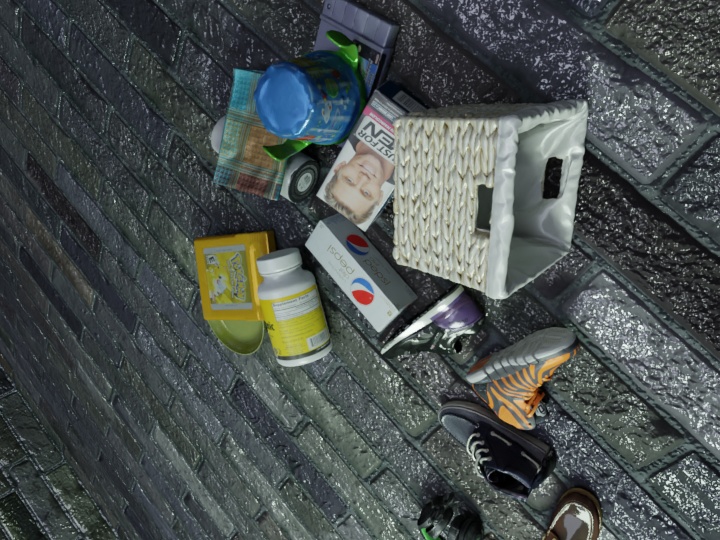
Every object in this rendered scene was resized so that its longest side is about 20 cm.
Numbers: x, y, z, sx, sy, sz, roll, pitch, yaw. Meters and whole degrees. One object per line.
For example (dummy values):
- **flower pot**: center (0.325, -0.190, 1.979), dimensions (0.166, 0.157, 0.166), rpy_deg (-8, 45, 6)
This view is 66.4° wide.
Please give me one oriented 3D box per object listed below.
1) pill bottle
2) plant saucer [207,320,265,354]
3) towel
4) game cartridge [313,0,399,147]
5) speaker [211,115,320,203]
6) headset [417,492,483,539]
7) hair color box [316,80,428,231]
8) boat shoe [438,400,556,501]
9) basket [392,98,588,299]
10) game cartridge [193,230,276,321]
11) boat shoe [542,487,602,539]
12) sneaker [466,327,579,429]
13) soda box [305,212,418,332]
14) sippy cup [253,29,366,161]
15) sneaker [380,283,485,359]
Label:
- **pill bottle**: center (-0.127, 0.065, 1.021), dimensions (0.111, 0.111, 0.202), rpy_deg (-3, 106, 40)
- **plant saucer**: center (-0.272, 0.086, 1.202), dimensions (0.199, 0.031, 0.202), rpy_deg (16, 117, 34)
- **towel**: center (-0.172, -0.228, 0.907), dimensions (0.146, 0.022, 0.202), rpy_deg (18, 99, 28)
- **game cartridge**: center (-0.024, -0.296, 0.837), dimensions (0.129, 0.038, 0.201), rpy_deg (39, 129, 25)
- **speaker**: center (-0.169, -0.200, 0.963), dimensions (0.199, 0.081, 0.082), rpy_deg (33, 126, 23)
- **headset**: center (0.152, 0.463, 0.975), dimensions (0.123, 0.094, 0.201), rpy_deg (21, 132, 31)
- **hair color box**: center (0.024, -0.165, 0.818), dimensions (0.100, 0.061, 0.200), rpy_deg (36, 130, 1)
- **boat shoe**: center (0.195, 0.277, 0.860), dimensions (0.199, 0.093, 0.075), rpy_deg (18, 119, 32)
- **basket**: center (0.157, -0.102, 0.666), dimensions (0.160, 0.199, 0.200), rpy_deg (18, 119, 39)
- **game cartridge**: center (-0.250, 0.014, 1.116), dimensions (0.199, 0.032, 0.178), rpy_deg (-3, 96, 32)
- **boat shoe**: center (0.316, 0.429, 0.844), dimensions (0.070, 0.070, 0.201), rpy_deg (20, 119, 32)
- **sneaker**: center (0.251, 0.158, 0.787), dimensions (0.112, 0.077, 0.200), rpy_deg (53, 143, 3)
- **soda box**: center (0.000, 0.000, 0.922), dimensions (0.200, 0.064, 0.068), rpy_deg (50, 132, 12)
- **sippy cup**: center (-0.077, -0.242, 0.778), dimensions (0.139, 0.130, 0.179), rpy_deg (9, 111, 22)
- **sneaker**: center (0.112, 0.109, 0.874), dimensions (0.088, 0.076, 0.200), rpy_deg (50, 132, 3)
